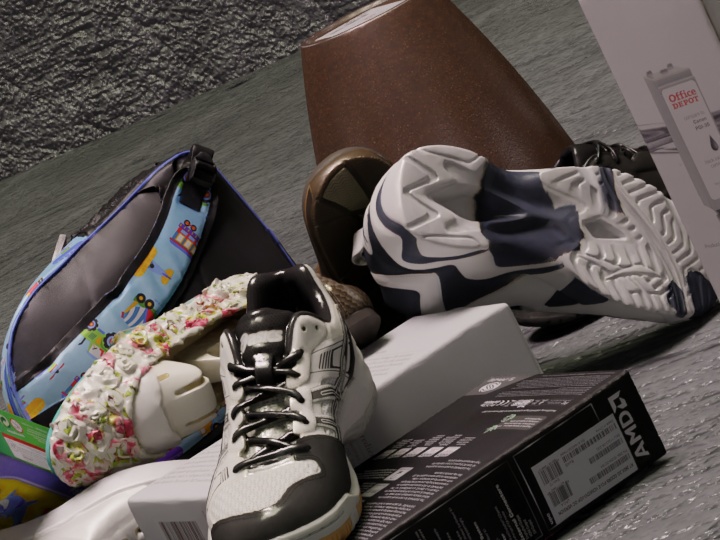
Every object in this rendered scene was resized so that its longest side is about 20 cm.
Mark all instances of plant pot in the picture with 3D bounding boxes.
[{"bbox_3d":[0.045,-0.074,1.782,0.187,0.200,0.187,-26,10,5],"label":"plant pot"}]

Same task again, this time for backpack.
[{"bbox_3d":[-0.127,0.054,1.678,0.200,0.183,0.135,-46,10,-28],"label":"backpack"}]

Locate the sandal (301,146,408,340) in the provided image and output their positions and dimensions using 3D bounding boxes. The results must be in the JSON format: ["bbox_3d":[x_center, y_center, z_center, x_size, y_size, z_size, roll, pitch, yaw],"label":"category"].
[{"bbox_3d":[0.000,0.000,1.596,0.082,0.200,0.055,-34,48,-13],"label":"sandal"}]

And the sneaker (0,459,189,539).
[{"bbox_3d":[-0.146,0.169,1.491,0.200,0.073,0.085,-21,42,-8],"label":"sneaker"}]

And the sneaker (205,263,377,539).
[{"bbox_3d":[-0.043,0.066,1.293,0.076,0.088,0.200,-15,23,10],"label":"sneaker"}]

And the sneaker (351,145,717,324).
[{"bbox_3d":[0.086,-0.003,1.529,0.199,0.080,0.130,7,-20,-20],"label":"sneaker"}]

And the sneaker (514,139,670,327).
[{"bbox_3d":[0.163,-0.044,1.654,0.200,0.091,0.076,-30,9,-22],"label":"sneaker"}]

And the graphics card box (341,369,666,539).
[{"bbox_3d":[0.031,0.115,1.307,0.200,0.051,0.125,-33,12,-27],"label":"graphics card box"}]

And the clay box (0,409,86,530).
[{"bbox_3d":[-0.249,0.159,1.538,0.200,0.048,0.115,-43,-30,11],"label":"clay box"}]

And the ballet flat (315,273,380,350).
[{"bbox_3d":[-0.030,0.055,1.551,0.067,0.046,0.200,-35,-16,-21],"label":"ballet flat"}]

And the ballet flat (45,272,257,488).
[{"bbox_3d":[-0.094,0.056,1.551,0.064,0.076,0.200,3,30,36],"label":"ballet flat"}]

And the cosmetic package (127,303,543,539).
[{"bbox_3d":[-0.007,0.096,1.432,0.200,0.071,0.101,-32,10,-27],"label":"cosmetic package"}]

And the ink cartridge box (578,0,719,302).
[{"bbox_3d":[0.218,-0.089,1.428,0.146,0.200,0.083,-35,13,-39],"label":"ink cartridge box"}]
